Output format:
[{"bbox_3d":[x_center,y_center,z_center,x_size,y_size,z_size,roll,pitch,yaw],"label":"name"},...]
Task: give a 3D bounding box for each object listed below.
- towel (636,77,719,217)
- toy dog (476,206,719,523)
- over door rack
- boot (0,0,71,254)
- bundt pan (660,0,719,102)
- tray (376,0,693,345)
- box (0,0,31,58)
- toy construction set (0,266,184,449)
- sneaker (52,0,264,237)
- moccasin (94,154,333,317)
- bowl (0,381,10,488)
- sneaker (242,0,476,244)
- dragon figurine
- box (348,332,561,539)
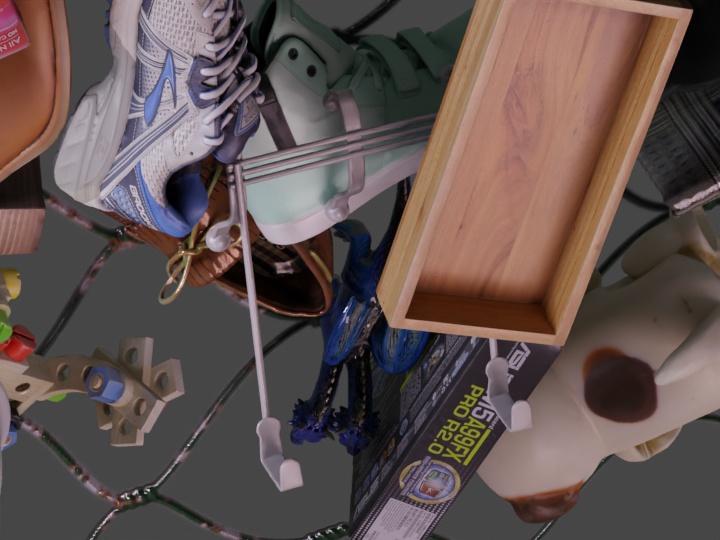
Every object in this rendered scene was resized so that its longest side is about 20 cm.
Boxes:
[{"bbox_3d":[0.234,-0.109,1.543,0.192,0.200,0.035,-30,114,6],"label":"towel"},{"bbox_3d":[0.156,0.072,1.717,0.199,0.194,0.140,-32,109,14],"label":"toy dog"},{"bbox_3d":[0.000,0.000,1.463,0.147,0.067,0.201,-14,107,-15],"label":"over door rack"},{"bbox_3d":[-0.228,-0.087,1.390,0.154,0.077,0.201,2,135,-17],"label":"boot"},{"bbox_3d":[0.164,-0.189,1.474,0.201,0.076,0.203,-17,140,-15],"label":"bundt pan"},{"bbox_3d":[0.084,-0.058,1.389,0.098,0.037,0.201,7,121,-21],"label":"tray"},{"bbox_3d":[-0.267,-0.125,1.282,0.199,0.095,0.103,-23,146,-3],"label":"box"},{"bbox_3d":[-0.199,0.042,1.554,0.131,0.092,0.200,-42,131,22],"label":"toy construction set"},{"bbox_3d":[-0.078,-0.100,1.356,0.077,0.085,0.201,-41,160,-49],"label":"sneaker"},{"bbox_3d":[-0.084,-0.022,1.541,0.073,0.078,0.201,-30,146,18],"label":"moccasin"},{"bbox_3d":[-0.273,0.129,1.471,0.200,0.091,0.202,-15,144,-11],"label":"bowl"},{"bbox_3d":[0.008,-0.113,1.490,0.200,0.074,0.118,-36,125,-9],"label":"sneaker"},{"bbox_3d":[0.007,0.024,1.630,0.059,0.100,0.200,10,136,-17],"label":"dragon figurine"},{"bbox_3d":[0.056,0.049,1.650,0.044,0.161,0.200,21,128,-14],"label":"box"}]
